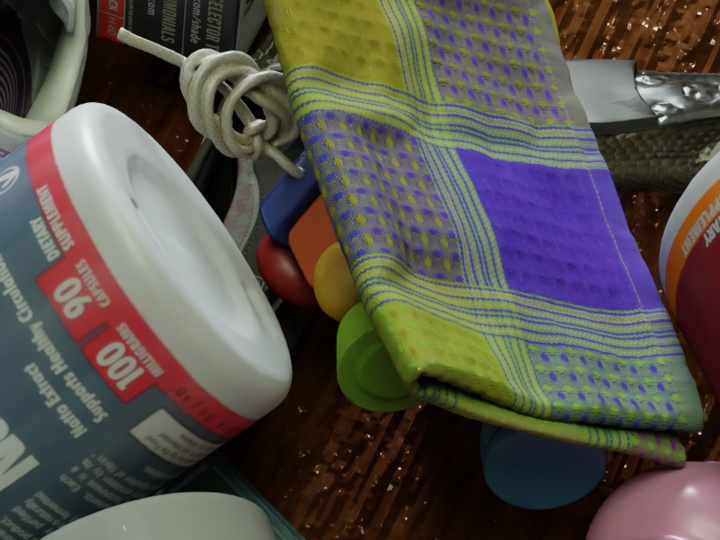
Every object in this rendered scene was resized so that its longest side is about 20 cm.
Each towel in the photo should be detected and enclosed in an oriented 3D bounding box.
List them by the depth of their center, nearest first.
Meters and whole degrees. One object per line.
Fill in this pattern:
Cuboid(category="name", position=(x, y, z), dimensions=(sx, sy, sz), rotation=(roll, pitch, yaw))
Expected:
Cuboid(category="towel", position=(0.038, -0.033, 0.991), dimensions=(0.143, 0.023, 0.201), rotation=(15, 46, -39))

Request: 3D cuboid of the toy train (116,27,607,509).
Cuboid(category="toy train", position=(0.000, 0.000, 1.001), dimensions=(0.199, 0.085, 0.116), rotation=(28, 29, -25))

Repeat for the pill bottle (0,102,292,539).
Cuboid(category="pill bottle", position=(-0.134, 0.047, 0.989), dimensions=(0.199, 0.120, 0.120), rotation=(-35, 61, 10))

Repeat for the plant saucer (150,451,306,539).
Cuboid(category="plant saucer", position=(-0.103, 0.139, 1.020), dimensions=(0.200, 0.019, 0.070), rotation=(-37, 65, -21))

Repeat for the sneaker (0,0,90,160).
Cuboid(category="sneaker", position=(-0.123, -0.124, 1.113), dimensions=(0.074, 0.100, 0.201), rotation=(8, 74, -21))

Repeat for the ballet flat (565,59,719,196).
Cuboid(category="ballet flat", position=(0.155, -0.047, 1.122), dimensions=(0.198, 0.047, 0.068), rotation=(1, 36, -6))

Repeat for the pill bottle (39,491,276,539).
Cuboid(category="pill bottle", position=(-0.045, 0.180, 0.931), dimensions=(0.113, 0.114, 0.201), rotation=(-15, 63, -8))

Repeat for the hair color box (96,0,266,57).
Cuboid(category="hair color box", position=(-0.039, -0.182, 1.148), dimensions=(0.061, 0.102, 0.201), rotation=(17, 49, 7))

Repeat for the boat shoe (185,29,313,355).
Cuboid(category="boat shoe", position=(-0.030, -0.032, 1.101), dimensions=(0.066, 0.057, 0.201), rotation=(15, 60, 10))

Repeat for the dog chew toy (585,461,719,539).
Cuboid(category="dog chew toy", position=(0.094, 0.146, 0.959), dimensions=(0.124, 0.125, 0.201), rotation=(15, 51, 10))

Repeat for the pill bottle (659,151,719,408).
Cuboid(category="pill bottle", position=(0.179, 0.048, 0.948), dimensions=(0.112, 0.113, 0.201), rotation=(-15, 48, -9))
